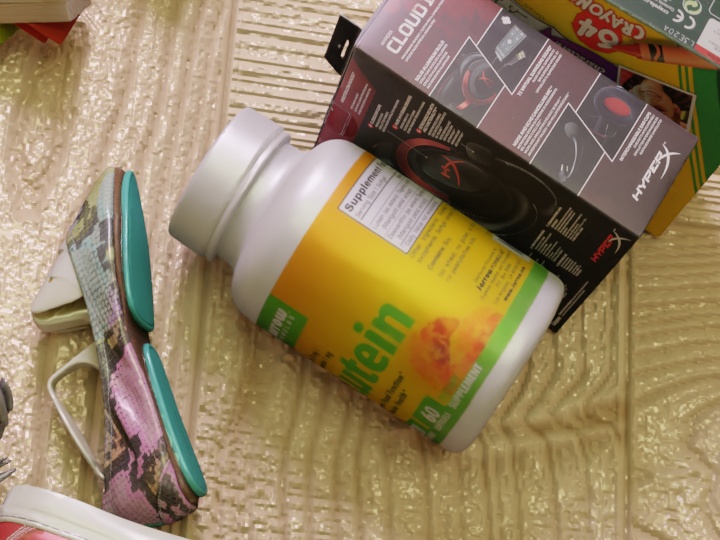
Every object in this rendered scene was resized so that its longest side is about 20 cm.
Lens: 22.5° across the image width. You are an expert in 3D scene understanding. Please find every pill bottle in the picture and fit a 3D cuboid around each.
[{"bbox_3d":[0.000,0.000,0.979,0.199,0.111,0.111,33,66,2],"label":"pill bottle"}]

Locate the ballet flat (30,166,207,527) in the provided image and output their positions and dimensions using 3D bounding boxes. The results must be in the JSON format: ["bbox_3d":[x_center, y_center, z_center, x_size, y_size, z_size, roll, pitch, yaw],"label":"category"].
[{"bbox_3d":[-0.136,0.041,0.966,0.071,0.069,0.202,-16,72,3],"label":"ballet flat"}]

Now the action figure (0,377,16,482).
[{"bbox_3d":[-0.251,0.054,0.931,0.129,0.069,0.201,-12,75,-21],"label":"action figure"}]

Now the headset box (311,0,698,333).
[{"bbox_3d":[0.064,-0.071,1.000,0.199,0.149,0.075,33,65,3],"label":"headset box"}]

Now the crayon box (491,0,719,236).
[{"bbox_3d":[0.122,-0.122,1.019,0.199,0.173,0.058,31,63,2],"label":"crayon box"}]

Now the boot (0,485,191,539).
[{"bbox_3d":[-0.107,0.205,0.902,0.198,0.073,0.145,16,67,4],"label":"boot"}]

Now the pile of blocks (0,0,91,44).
[{"bbox_3d":[-0.242,-0.141,1.022,0.198,0.082,0.063,-10,114,-6],"label":"pile of blocks"}]
